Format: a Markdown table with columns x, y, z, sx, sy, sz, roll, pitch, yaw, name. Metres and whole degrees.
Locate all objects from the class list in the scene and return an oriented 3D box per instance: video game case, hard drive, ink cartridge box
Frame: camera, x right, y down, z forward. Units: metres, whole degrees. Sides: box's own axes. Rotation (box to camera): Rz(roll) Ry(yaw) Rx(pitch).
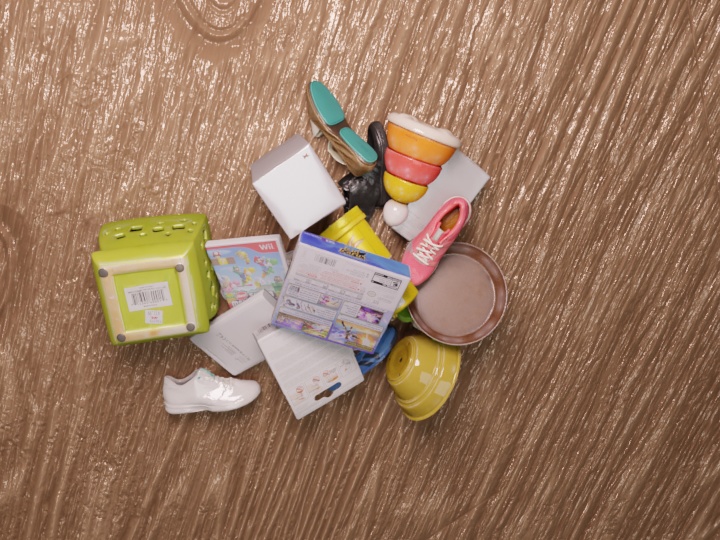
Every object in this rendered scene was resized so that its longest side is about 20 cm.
| x | y | z | sx | sy | sz | roll | pitch | yaw | name |
| --- | --- | --- | --- | --- | --- | --- | --- | --- | --- |
| -0.196 | 0.023 | 1.082 | 0.141 | 0.018 | 0.201 | -5 | 128 | 10 | video game case |
| -0.222 | 0.127 | 1.136 | 0.199 | 0.027 | 0.132 | -29 | 121 | 24 | hard drive |
| -0.096 | 0.167 | 1.108 | 0.159 | 0.047 | 0.201 | -28 | 117 | -14 | ink cartridge box |
| -0.037 | 0.043 | 0.994 | 0.198 | 0.046 | 0.182 | 18 | 122 | -10 | video game case |

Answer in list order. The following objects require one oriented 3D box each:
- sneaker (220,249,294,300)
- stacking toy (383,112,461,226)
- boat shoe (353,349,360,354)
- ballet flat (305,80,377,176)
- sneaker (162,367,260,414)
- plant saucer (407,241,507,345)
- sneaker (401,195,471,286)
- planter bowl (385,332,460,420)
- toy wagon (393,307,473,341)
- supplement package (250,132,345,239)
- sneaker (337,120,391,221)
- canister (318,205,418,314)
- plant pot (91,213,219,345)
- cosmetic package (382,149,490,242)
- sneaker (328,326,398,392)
| x | y | z | sx | sy | sz | roll | pitch | yaw | name |
| --- | --- | --- | --- | --- | --- | --- | --- | --- | --- |
| -0.183 | 0.011 | 1.127 | 0.198 | 0.071 | 0.074 | -25 | 112 | -3 | sneaker |
| 0.086 | -0.178 | 1.057 | 0.145 | 0.146 | 0.202 | 17 | 108 | -17 | stacking toy |
| -0.034 | 0.153 | 1.178 | 0.199 | 0.060 | 0.072 | -31 | 74 | -14 | boat shoe |
| -0.048 | -0.255 | 1.062 | 0.200 | 0.068 | 0.072 | 51 | 137 | 3 | ballet flat |
| -0.308 | 0.239 | 1.178 | 0.198 | 0.075 | 0.089 | -6 | 105 | -8 | sneaker |
| 0.187 | 0.046 | 1.122 | 0.198 | 0.035 | 0.203 | 0 | 80 | 2 | plant saucer |
| 0.135 | -0.059 | 1.070 | 0.073 | 0.087 | 0.201 | 35 | 96 | 7 | sneaker |
| 0.111 | 0.198 | 1.181 | 0.083 | 0.201 | 0.201 | 28 | 101 | -23 | planter bowl |
| 0.153 | 0.072 | 1.185 | 0.198 | 0.156 | 0.040 | -9 | 145 | -8 | toy wagon |
| -0.117 | -0.157 | 1.016 | 0.117 | 0.200 | 0.117 | -33 | 111 | 0 | supplement package |
| 0.003 | -0.181 | 1.110 | 0.103 | 0.060 | 0.202 | -12 | 114 | -13 | sneaker |
| 0.000 | 0.000 | 1.084 | 0.201 | 0.086 | 0.148 | 53 | 135 | -3 | canister |
| -0.367 | 0.019 | 1.032 | 0.198 | 0.182 | 0.201 | -7 | 110 | -9 | plant pot |
| 0.149 | -0.145 | 1.144 | 0.112 | 0.081 | 0.201 | 35 | 97 | -21 | cosmetic package |
| -0.009 | 0.179 | 1.225 | 0.200 | 0.066 | 0.079 | -40 | 108 | 3 | sneaker |
